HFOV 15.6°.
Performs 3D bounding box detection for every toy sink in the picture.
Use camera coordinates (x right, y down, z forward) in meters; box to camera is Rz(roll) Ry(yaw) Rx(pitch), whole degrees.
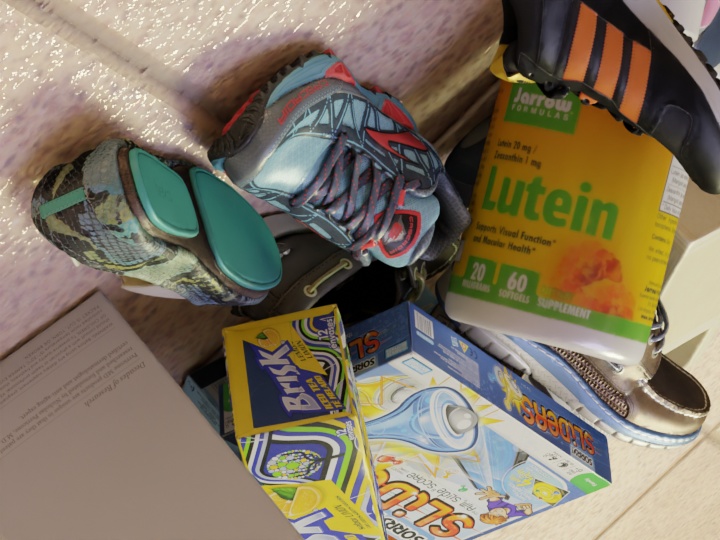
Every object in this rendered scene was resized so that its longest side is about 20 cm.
[{"bbox_3d":[0.160,-0.019,1.618,0.112,0.130,0.200,-27,156,-32],"label":"toy sink"}]

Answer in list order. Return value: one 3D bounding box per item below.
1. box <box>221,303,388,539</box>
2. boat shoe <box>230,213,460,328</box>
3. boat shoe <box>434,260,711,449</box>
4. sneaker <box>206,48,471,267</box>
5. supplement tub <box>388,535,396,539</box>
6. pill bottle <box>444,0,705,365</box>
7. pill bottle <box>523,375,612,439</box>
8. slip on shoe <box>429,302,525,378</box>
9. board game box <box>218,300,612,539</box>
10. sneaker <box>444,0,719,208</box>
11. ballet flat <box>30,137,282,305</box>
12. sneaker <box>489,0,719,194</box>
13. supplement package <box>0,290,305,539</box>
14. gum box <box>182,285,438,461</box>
[{"bbox_3d":[-0.026,0.104,1.400,0.064,0.070,0.200,-11,146,1],"label":"box"},{"bbox_3d":[-0.002,0.002,1.470,0.201,0.060,0.072,-11,142,-54],"label":"boat shoe"},{"bbox_3d":[0.139,0.039,1.513,0.200,0.072,0.072,28,120,-32],"label":"boat shoe"},{"bbox_3d":[0.001,-0.049,1.324,0.079,0.096,0.200,-48,159,16],"label":"sneaker"},{"bbox_3d":[-0.017,0.225,1.727,0.122,0.123,0.200,-20,170,-44],"label":"supplement tub"},{"bbox_3d":[0.121,-0.058,1.406,0.111,0.111,0.201,15,89,-66],"label":"pill bottle"},{"bbox_3d":[0.115,0.080,1.736,0.200,0.111,0.112,-35,159,-31],"label":"pill bottle"},{"bbox_3d":[0.074,0.049,1.592,0.076,0.060,0.200,-59,172,4],"label":"slip on shoe"},{"bbox_3d":[0.033,0.094,1.492,0.135,0.035,0.200,-25,141,29],"label":"board game box"},{"bbox_3d":[0.125,-0.111,1.489,0.200,0.070,0.082,-34,135,-15],"label":"sneaker"},{"bbox_3d":[-0.101,-0.019,1.269,0.074,0.074,0.200,-43,158,5],"label":"ballet flat"},{"bbox_3d":[0.113,-0.108,1.310,0.090,0.200,0.070,-35,-164,0],"label":"sneaker"},{"bbox_3d":[-0.115,0.137,1.341,0.120,0.200,0.121,-36,158,-14],"label":"supplement package"},{"bbox_3d":[-0.048,0.100,1.606,0.170,0.045,0.200,-28,156,-34],"label":"gum box"}]
